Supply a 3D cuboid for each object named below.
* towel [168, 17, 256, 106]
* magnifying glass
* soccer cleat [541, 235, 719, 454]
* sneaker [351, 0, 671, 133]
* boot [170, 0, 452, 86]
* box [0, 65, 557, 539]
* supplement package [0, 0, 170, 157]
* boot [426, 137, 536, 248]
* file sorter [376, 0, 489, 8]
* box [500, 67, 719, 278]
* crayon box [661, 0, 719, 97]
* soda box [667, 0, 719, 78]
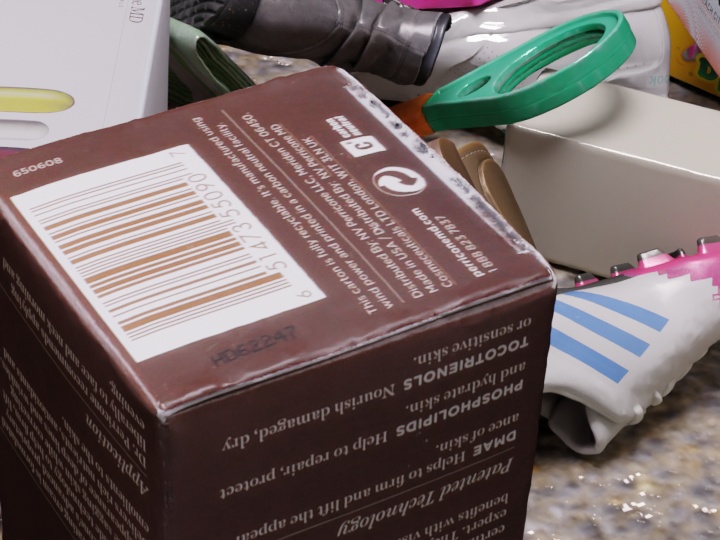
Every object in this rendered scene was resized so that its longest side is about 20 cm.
[{"bbox_3d":[-0.131,-0.124,1.165,0.199,0.153,0.023,28,82,29],"label":"towel"},{"bbox_3d":[0.054,-0.089,1.123,0.199,0.022,0.080,-20,22,38],"label":"magnifying glass"},{"bbox_3d":[0.122,0.038,1.018,0.199,0.087,0.070,-11,-6,-26],"label":"soccer cleat"},{"bbox_3d":[0.075,-0.106,1.207,0.199,0.089,0.075,-10,14,21],"label":"sneaker"},{"bbox_3d":[-0.033,-0.133,1.155,0.131,0.070,0.200,16,10,-17],"label":"boot"},{"bbox_3d":[-0.042,0.058,0.849,0.163,0.201,0.166,-19,43,-26],"label":"box"},{"bbox_3d":[-0.149,-0.029,0.999,0.110,0.157,0.201,3,35,-2],"label":"supplement package"},{"bbox_3d":[0.000,0.000,1.038,0.154,0.200,0.074,-28,70,14],"label":"boot"},{"bbox_3d":[0.027,-0.230,1.261,0.139,0.126,0.199,-30,23,-38],"label":"file sorter"},{"bbox_3d":[0.173,-0.034,1.106,0.199,0.083,0.068,17,38,15],"label":"box"},{"bbox_3d":[0.251,-0.150,1.240,0.199,0.119,0.058,27,39,29],"label":"crayon box"},{"bbox_3d":[0.215,-0.133,1.117,0.063,0.069,0.201,-2,38,-17],"label":"soda box"}]
